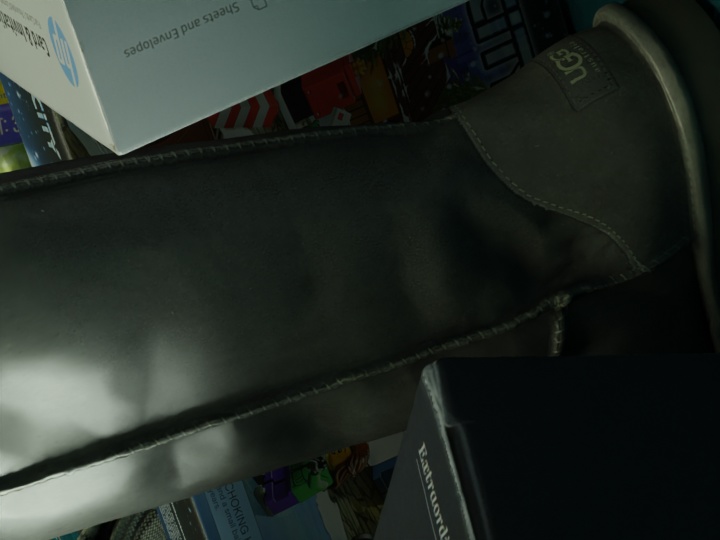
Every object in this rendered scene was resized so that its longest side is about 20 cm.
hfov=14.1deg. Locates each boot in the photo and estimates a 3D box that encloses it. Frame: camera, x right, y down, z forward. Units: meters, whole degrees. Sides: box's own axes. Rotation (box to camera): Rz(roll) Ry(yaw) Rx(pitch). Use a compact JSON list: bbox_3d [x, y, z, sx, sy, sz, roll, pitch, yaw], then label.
[{"bbox_3d":[-0.004,0.031,0.680,0.073,0.199,0.183,45,154,54],"label":"boot"}]

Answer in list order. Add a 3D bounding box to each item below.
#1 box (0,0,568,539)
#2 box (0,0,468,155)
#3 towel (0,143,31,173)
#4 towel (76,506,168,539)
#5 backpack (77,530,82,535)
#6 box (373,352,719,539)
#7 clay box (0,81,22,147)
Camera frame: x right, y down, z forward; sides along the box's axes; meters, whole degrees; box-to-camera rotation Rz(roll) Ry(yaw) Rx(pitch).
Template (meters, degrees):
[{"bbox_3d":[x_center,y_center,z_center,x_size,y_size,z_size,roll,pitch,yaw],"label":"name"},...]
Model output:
[{"bbox_3d":[0.000,0.000,0.739,0.038,0.136,0.201,19,131,64],"label":"box"},{"bbox_3d":[-0.021,-0.093,0.645,0.200,0.155,0.041,31,143,64],"label":"box"},{"bbox_3d":[-0.104,-0.141,0.896,0.171,0.048,0.201,-57,-48,-62],"label":"towel"},{"bbox_3d":[-0.040,0.066,0.843,0.034,0.193,0.200,27,165,15],"label":"towel"},{"bbox_3d":[-0.042,0.088,1.042,0.163,0.153,0.201,141,126,-72],"label":"backpack"},{"bbox_3d":[0.059,0.136,0.659,0.201,0.106,0.149,105,159,-48],"label":"box"},{"bbox_3d":[-0.068,-0.142,0.763,0.048,0.114,0.201,-122,21,-70],"label":"clay box"}]
